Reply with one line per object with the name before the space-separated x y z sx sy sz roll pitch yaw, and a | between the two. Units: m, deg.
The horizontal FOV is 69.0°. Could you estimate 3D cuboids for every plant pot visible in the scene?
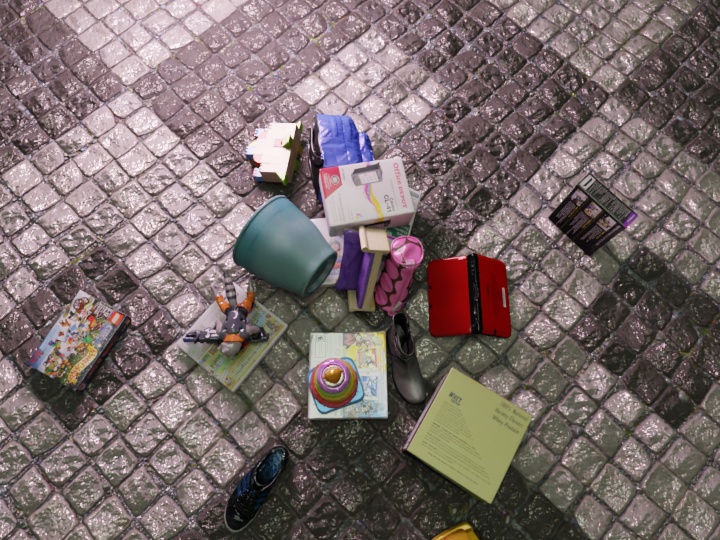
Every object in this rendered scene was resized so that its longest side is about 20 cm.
plant pot | -0.163 -0.042 1.233 0.188 0.200 0.200 36 73 11

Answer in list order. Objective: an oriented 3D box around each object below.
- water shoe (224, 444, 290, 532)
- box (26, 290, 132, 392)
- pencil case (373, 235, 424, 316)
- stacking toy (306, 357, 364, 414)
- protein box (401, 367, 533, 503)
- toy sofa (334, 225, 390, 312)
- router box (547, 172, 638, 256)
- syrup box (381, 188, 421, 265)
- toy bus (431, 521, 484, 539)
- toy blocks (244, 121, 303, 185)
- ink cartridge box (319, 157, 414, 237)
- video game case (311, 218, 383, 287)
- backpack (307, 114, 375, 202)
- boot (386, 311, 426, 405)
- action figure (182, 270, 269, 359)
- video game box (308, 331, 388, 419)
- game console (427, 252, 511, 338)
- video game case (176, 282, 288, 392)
water shoe | -0.228 0.462 1.120 0.071 0.079 0.200 31 73 9
box | -0.658 0.165 1.232 0.136 0.038 0.201 26 72 7
pencil case | 0.090 0.016 1.223 0.090 0.200 0.094 8 49 -4
stacking toy | -0.057 0.227 1.097 0.116 0.200 0.110 -19 72 -6
protein box | 0.227 0.357 1.142 0.198 0.135 0.200 30 73 9
toy sofa | 0.000 0.000 1.218 0.097 0.201 0.083 4 40 -10
router box | 0.563 -0.132 1.290 0.051 0.200 0.149 -40 77 -12
syrup box | 0.084 -0.112 1.313 0.078 0.081 0.201 21 63 -6
toy bus | 0.225 0.618 1.023 0.135 0.192 0.201 -26 72 -9
toy blocks | -0.241 -0.314 1.394 0.136 0.100 0.201 4 69 12
ink cartridge box | 0.011 -0.172 1.228 0.199 0.086 0.148 -11 78 -6
video game case | -0.036 -0.052 1.336 0.199 0.024 0.183 -5 71 -3
backpack | -0.055 -0.295 1.354 0.167 0.163 0.201 -4 59 -18
boot | 0.103 0.204 1.193 0.069 0.132 0.201 -18 72 -9
action figure | -0.317 0.110 1.208 0.199 0.105 0.194 -8 61 -7
video game box | -0.029 0.244 1.221 0.181 0.047 0.201 -1 71 1
game console | 0.271 0.070 1.306 0.172 0.119 0.201 12 68 -31
video game case | -0.305 0.156 1.256 0.182 0.023 0.200 36 73 10
